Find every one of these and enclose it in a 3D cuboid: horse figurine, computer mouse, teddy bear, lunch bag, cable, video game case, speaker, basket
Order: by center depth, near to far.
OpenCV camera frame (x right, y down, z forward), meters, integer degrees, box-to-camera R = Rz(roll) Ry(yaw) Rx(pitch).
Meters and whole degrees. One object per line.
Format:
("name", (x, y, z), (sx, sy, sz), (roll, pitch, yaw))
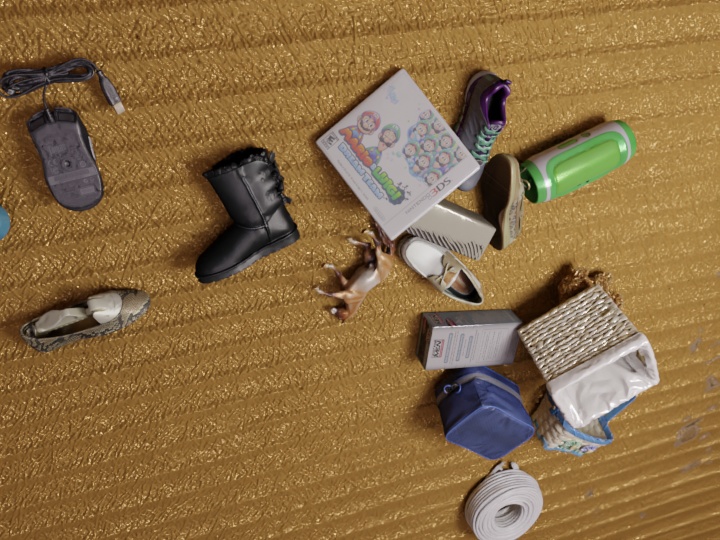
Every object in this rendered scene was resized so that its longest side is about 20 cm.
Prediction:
("computer mouse", (-0.395, -0.195, 0.804), (0.139, 0.046, 0.202), (-22, 115, -11))
("video game case", (0.058, -0.183, 0.900), (0.181, 0.024, 0.201), (-38, 87, 4))
("horse figurine", (0.000, 0.000, 1.009), (0.200, 0.050, 0.132), (-49, 131, 3))
("speaker", (0.385, -0.194, 1.017), (0.198, 0.089, 0.089), (-25, 120, -4))
("basket", (0.440, 0.170, 1.110), (0.199, 0.162, 0.198), (-34, 136, 10))
("lunch bag", (0.248, 0.284, 1.184), (0.199, 0.133, 0.136), (32, 119, -29))
("teddy bear", (0.472, 0.061, 1.189), (0.198, 0.067, 0.146), (9, 122, -28))
("basket", (0.496, 0.318, 1.269), (0.174, 0.140, 0.201), (16, 119, -22))
("cable", (0.355, 0.580, 1.394), (0.200, 0.069, 0.200), (39, 99, -29))

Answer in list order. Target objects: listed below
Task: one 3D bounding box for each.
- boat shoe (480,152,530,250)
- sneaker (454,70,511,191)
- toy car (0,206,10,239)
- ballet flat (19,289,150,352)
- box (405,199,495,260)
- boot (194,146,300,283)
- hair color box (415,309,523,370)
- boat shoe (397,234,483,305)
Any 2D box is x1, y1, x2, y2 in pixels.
("boat shoe", (0.260, -0.128, 1.016), (0.062, 0.073, 0.201), (-28, 140, -18))
("sneaker", (0.197, -0.222, 0.943), (0.073, 0.088, 0.203), (0, 115, -17))
("toy car", (-0.600, -0.114, 0.732), (0.175, 0.184, 0.202), (-25, 91, -3))
("ballet flat", (-0.437, 0.074, 0.897), (0.198, 0.069, 0.075), (-20, 157, -5))
("box", (0.131, -0.090, 0.993), (0.198, 0.082, 0.069), (19, 109, -23))
("boot", (-0.198, -0.089, 0.895), (0.196, 0.073, 0.164), (-27, 123, -11))
("hair color box", (0.217, 0.137, 1.141), (0.197, 0.061, 0.100), (-1, 115, -17))
("boat shoe", (0.156, 0.000, 1.050), (0.199, 0.069, 0.075), (30, 104, -27))
